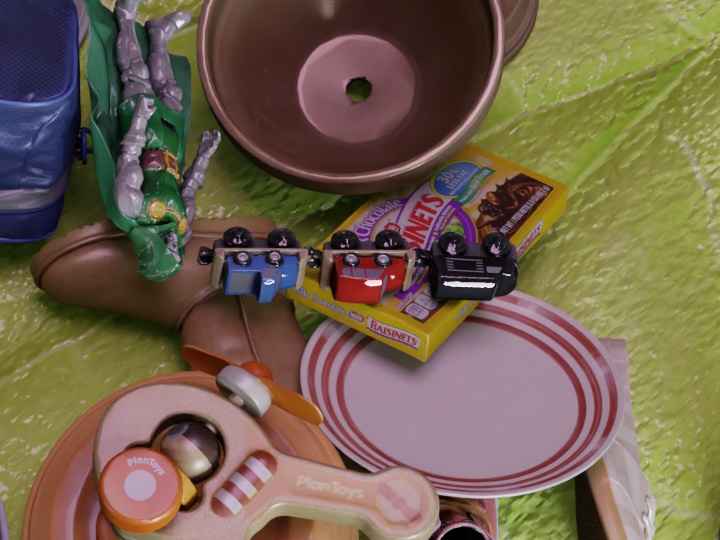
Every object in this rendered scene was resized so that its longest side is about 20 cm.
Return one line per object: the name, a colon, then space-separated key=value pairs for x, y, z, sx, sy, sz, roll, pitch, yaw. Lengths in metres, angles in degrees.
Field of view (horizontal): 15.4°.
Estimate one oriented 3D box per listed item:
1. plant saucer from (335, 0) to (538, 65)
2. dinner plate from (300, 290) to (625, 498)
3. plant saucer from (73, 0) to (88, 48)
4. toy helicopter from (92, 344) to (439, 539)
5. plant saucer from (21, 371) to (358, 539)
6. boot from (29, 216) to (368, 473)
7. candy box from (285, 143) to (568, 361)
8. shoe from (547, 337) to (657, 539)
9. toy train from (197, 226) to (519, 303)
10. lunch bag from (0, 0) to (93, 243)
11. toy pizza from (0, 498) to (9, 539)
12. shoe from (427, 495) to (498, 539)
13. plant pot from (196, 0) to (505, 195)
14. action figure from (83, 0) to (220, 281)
plant saucer: x=0.032 y=-0.214 z=1.866 sx=0.199 sy=0.030 sz=0.201 roll=7 pitch=55 yaw=-10
dinner plate: x=0.062 y=0.075 z=1.625 sx=0.199 sy=0.024 sz=0.200 roll=3 pitch=38 yaw=-2
plant saucer: x=-0.275 y=-0.201 z=1.769 sx=0.199 sy=0.050 sz=0.201 roll=6 pitch=56 yaw=-9
toy helicopter: x=-0.052 y=0.110 z=1.506 sx=0.199 sy=0.079 sz=0.133 roll=12 pitch=62 yaw=-1
plant saucer: x=-0.102 y=0.151 z=1.543 sx=0.199 sy=0.037 sz=0.201 roll=-2 pitch=69 yaw=5
boot: x=-0.097 y=0.062 z=1.628 sx=0.175 sy=0.066 sz=0.201 roll=-7 pitch=60 yaw=-20
candy box: x=0.046 y=-0.019 z=1.703 sx=0.102 sy=0.026 sz=0.200 roll=22 pitch=39 yaw=20
shoe: x=0.158 y=0.124 z=1.646 sx=0.053 sy=0.070 sz=0.201 roll=-6 pitch=56 yaw=-8
toy train: x=0.000 y=0.000 z=1.623 sx=0.199 sy=0.034 sz=0.046 roll=1 pitch=50 yaw=-10
lunch bag: x=-0.260 y=-0.097 z=1.657 sx=0.199 sy=0.133 sz=0.136 roll=8 pitch=39 yaw=-8
toy pizza: x=-0.302 y=0.153 z=1.538 sx=0.199 sy=0.032 sz=0.201 roll=6 pitch=56 yaw=-9
shoe: x=0.057 y=0.159 z=1.585 sx=0.071 sy=0.091 sz=0.201 roll=7 pitch=56 yaw=-9
plant pot: x=-0.005 y=-0.135 z=1.748 sx=0.200 sy=0.093 sz=0.202 roll=-1 pitch=71 yaw=2
action figure: x=-0.128 y=-0.080 z=1.637 sx=0.118 sy=0.055 sz=0.201 roll=30 pitch=45 yaw=-46
